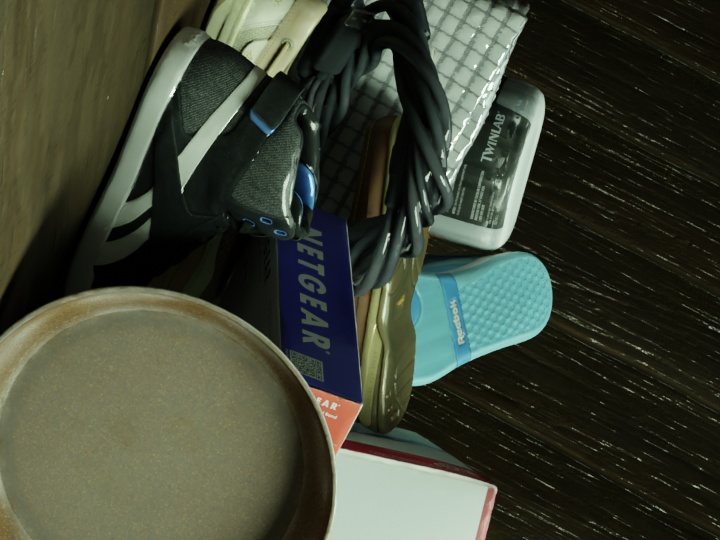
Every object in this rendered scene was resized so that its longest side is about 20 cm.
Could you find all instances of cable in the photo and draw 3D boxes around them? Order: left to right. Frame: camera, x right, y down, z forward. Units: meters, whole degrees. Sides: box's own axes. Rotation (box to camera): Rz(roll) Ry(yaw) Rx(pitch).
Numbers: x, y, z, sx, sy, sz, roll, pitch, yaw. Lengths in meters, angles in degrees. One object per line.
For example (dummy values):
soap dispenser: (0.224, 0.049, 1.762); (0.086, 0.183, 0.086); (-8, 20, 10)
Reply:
cable: (0.003, -0.066, 1.331); (0.200, 0.051, 0.164); (-60, -136, 38)

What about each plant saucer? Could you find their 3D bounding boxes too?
plant saucer: (-0.109, 0.099, 1.130); (0.032, 0.199, 0.201); (-74, -170, -70)

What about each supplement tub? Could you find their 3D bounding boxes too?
supplement tub: (0.021, -0.095, 1.555); (0.123, 0.199, 0.123); (16, 90, -83)

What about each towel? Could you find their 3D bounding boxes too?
towel: (-0.003, -0.117, 1.449); (0.201, 0.165, 0.086); (-63, -175, 16)

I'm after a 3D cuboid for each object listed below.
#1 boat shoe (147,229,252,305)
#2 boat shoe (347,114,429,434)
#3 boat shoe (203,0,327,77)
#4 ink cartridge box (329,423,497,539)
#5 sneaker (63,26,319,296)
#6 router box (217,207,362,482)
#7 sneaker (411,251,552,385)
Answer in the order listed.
boat shoe: (-0.104, -0.022, 1.335); (0.072, 0.076, 0.201); (-53, 170, -46)
boat shoe: (0.000, 0.000, 1.401); (0.072, 0.067, 0.202); (-15, 112, -69)
boat shoe: (-0.072, -0.098, 1.333); (0.072, 0.065, 0.200); (-60, 176, -46)
ink cartridge box: (-0.020, 0.171, 1.404); (0.200, 0.144, 0.146); (-155, -102, -76)
sneaker: (-0.088, -0.025, 1.232); (0.201, 0.111, 0.073); (-65, 175, 31)
router box: (-0.061, 0.082, 1.253); (0.200, 0.049, 0.180); (-96, -150, -60)
sneaker: (0.023, 0.034, 1.542); (0.199, 0.130, 0.080); (-9, 95, -40)
